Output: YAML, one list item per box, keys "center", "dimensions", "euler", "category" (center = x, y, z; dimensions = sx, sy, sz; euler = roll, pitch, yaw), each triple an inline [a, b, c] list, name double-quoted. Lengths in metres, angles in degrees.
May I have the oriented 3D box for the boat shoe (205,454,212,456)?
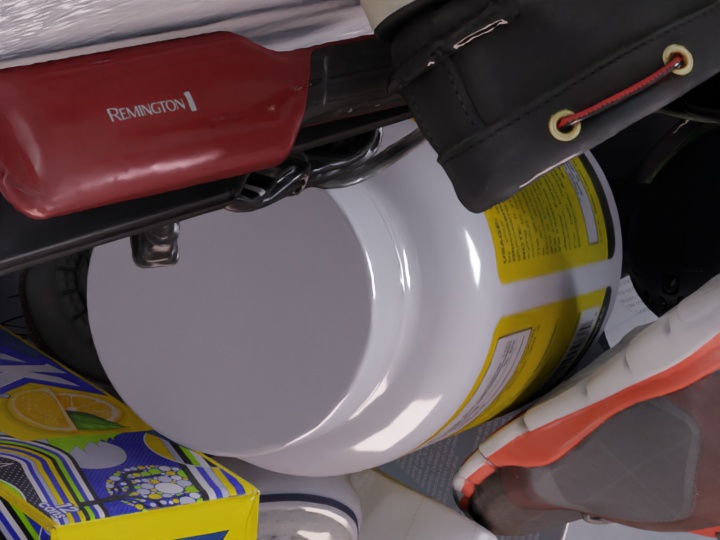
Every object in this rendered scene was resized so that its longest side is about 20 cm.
- center: [-0.076, 0.065, 1.040]
  dimensions: [0.200, 0.072, 0.072]
  euler: [16, -151, 38]
  category: "boat shoe"

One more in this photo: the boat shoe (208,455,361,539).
- center: [-0.084, 0.125, 0.834]
  dimensions: [0.200, 0.070, 0.071]
  euler: [-26, 137, 12]
  category: "boat shoe"

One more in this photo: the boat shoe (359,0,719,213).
- center: [0.092, -0.063, 0.662]
  dimensions: [0.201, 0.063, 0.074]
  euler: [-19, 174, -34]
  category: "boat shoe"

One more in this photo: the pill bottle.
- center: [0.000, 0.000, 0.810]
  dimensions: [0.112, 0.113, 0.200]
  euler: [-19, 177, 21]
  category: "pill bottle"

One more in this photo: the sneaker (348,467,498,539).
- center: [-0.048, 0.102, 0.918]
  dimensions: [0.200, 0.116, 0.074]
  euler: [13, 163, 26]
  category: "sneaker"

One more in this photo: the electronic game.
- center: [0.129, -0.015, 0.943]
  dimensions: [0.042, 0.200, 0.200]
  euler: [35, 143, -32]
  category: "electronic game"

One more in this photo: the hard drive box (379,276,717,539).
- center: [0.067, 0.029, 1.082]
  dimensions: [0.156, 0.200, 0.077]
  euler: [-16, 134, -38]
  category: "hard drive box"

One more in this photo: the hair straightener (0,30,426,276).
- center: [-0.032, -0.035, 0.649]
  dimensions: [0.200, 0.041, 0.077]
  euler: [-24, 172, -46]
  category: "hair straightener"

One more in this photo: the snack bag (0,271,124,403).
- center: [-0.116, 0.027, 1.001]
  dimensions: [0.200, 0.021, 0.189]
  euler: [10, -163, 37]
  category: "snack bag"

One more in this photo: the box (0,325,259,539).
- center: [-0.114, 0.061, 0.792]
  dimensions: [0.070, 0.064, 0.200]
  euler: [-7, -159, -37]
  category: "box"

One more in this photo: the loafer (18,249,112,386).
- center: [-0.048, 0.002, 0.952]
  dimensions: [0.070, 0.075, 0.200]
  euler: [-26, 174, 41]
  category: "loafer"

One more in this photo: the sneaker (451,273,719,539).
- center: [0.097, 0.060, 0.836]
  dimensions: [0.077, 0.082, 0.200]
  euler: [-34, 176, -31]
  category: "sneaker"

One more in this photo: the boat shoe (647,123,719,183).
- center: [0.157, -0.027, 1.009]
  dimensions: [0.066, 0.075, 0.199]
  euler: [30, 172, -38]
  category: "boat shoe"
